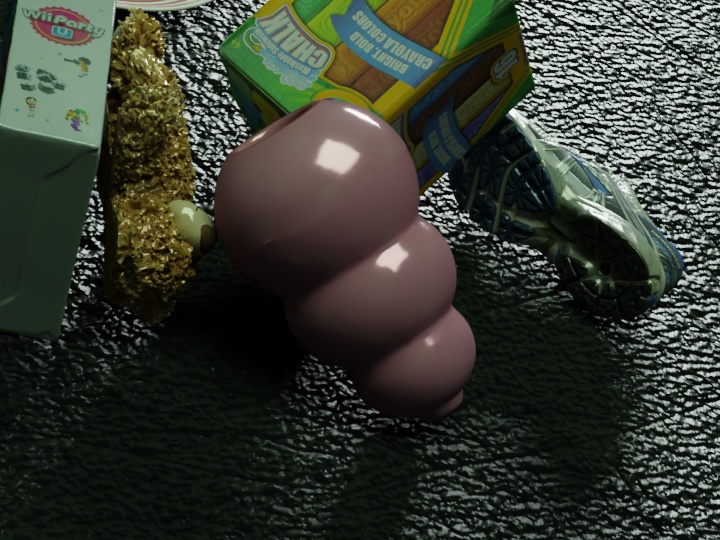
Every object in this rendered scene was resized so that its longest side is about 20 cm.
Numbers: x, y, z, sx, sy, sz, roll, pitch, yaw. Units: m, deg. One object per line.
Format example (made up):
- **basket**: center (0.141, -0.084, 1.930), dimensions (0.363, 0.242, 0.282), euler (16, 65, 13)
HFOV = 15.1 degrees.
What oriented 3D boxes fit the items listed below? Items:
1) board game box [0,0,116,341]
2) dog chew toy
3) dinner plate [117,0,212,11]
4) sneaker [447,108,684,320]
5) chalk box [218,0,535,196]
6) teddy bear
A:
- **board game box**: center (-0.191, -0.080, 1.621), dimensions (0.064, 0.148, 0.200), euler (11, 37, -10)
- **dog chew toy**: center (0.000, 0.000, 1.614), dimensions (0.200, 0.124, 0.125), euler (58, 37, -9)
- **dinner plate**: center (-0.183, -0.239, 1.936), dimensions (0.200, 0.024, 0.200), euler (14, 36, -10)
- **sneaker**: center (0.137, -0.044, 1.821), dimensions (0.200, 0.077, 0.085), euler (48, 33, 20)
- **chalk box**: center (-0.004, -0.115, 1.748), dimensions (0.200, 0.124, 0.125), euler (-44, 64, -12)
- **teddy bear**: center (-0.124, -0.066, 1.646), dimensions (0.067, 0.145, 0.200), euler (2, 34, -12)
